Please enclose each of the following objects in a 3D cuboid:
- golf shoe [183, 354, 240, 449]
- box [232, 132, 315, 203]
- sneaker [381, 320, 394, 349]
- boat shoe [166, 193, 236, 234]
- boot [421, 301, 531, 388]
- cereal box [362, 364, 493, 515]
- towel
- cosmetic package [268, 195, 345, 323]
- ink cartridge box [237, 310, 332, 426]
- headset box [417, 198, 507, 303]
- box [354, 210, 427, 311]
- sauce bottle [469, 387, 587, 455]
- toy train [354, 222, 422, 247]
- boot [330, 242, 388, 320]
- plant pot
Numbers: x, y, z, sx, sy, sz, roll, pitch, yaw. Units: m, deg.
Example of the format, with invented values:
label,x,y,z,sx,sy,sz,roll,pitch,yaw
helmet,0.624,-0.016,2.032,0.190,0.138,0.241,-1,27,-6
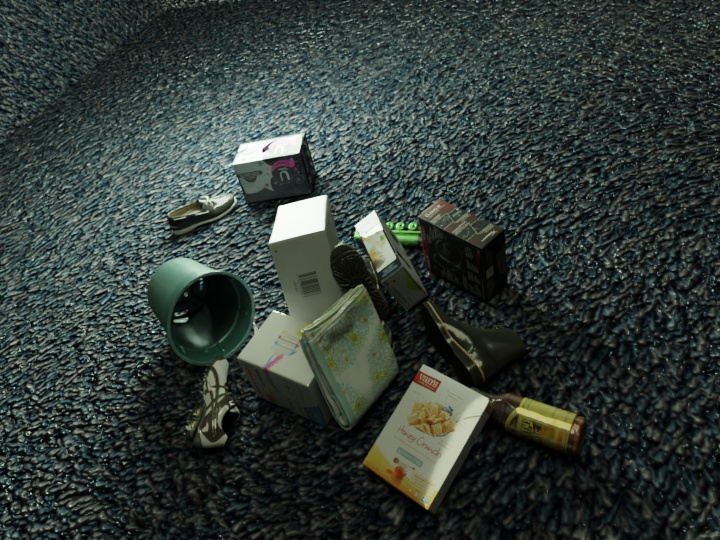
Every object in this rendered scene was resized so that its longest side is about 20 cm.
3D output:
label,x,y,z,sx,sy,sz,roll,pitch,yaw
golf shoe,-0.272,0.257,1.193,0.092,0.079,0.203,8,46,1
box,-0.238,-0.284,1.712,0.194,0.134,0.116,-8,40,10
sneaker,-0.030,0.129,1.234,0.195,0.082,0.078,-3,44,18
boat shoe,-0.441,-0.171,1.711,0.196,0.061,0.074,-26,41,-10
boot,0.216,0.120,1.177,0.136,0.078,0.202,-24,55,-15
cereal box,0.112,0.274,1.023,0.142,0.040,0.202,21,70,37
towel,-0.013,0.151,1.097,0.047,0.204,0.171,-3,26,45
cosmetic package,-0.101,-0.021,1.296,0.120,0.204,0.201,-13,26,3
ink cartridge box,-0.127,0.180,1.173,0.196,0.130,0.126,14,50,31
headset box,0.207,-0.046,1.293,0.077,0.151,0.199,-35,43,-23
box,0.065,-0.023,1.329,0.060,0.117,0.202,-35,41,11
sauce bottle,0.270,0.245,1.022,0.196,0.067,0.066,12,48,32
toy train,0.077,-0.083,1.462,0.195,0.042,0.057,3,54,21
boot,-0.002,0.000,1.249,0.071,0.184,0.201,-25,19,11
plant pot,-0.360,0.070,1.335,0.199,0.203,0.194,-37,37,-23
